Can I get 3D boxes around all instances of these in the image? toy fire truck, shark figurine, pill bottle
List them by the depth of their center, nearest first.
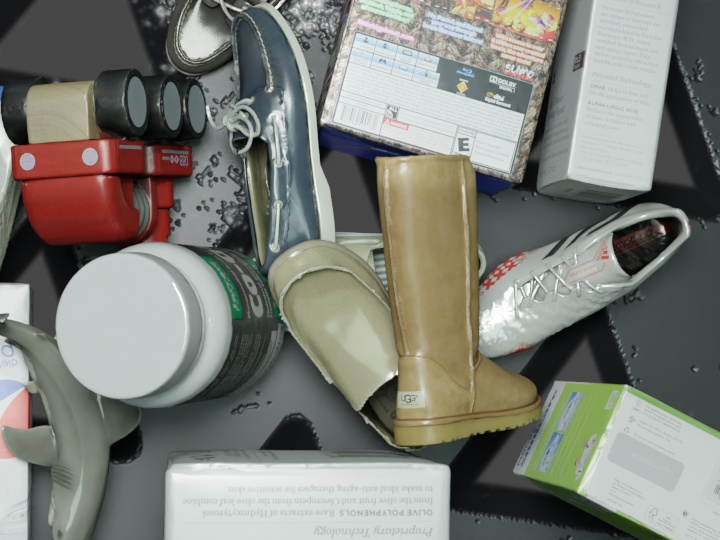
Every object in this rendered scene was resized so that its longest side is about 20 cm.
[{"bbox_3d":[-0.131,0.038,1.237,0.112,0.200,0.115,0,90,13],"label":"pill bottle"},{"bbox_3d":[-0.203,0.090,1.251,0.089,0.128,0.216,-1,126,28],"label":"shark figurine"},{"bbox_3d":[-0.191,-0.036,1.271,0.127,0.176,0.203,-3,92,15],"label":"toy fire truck"}]

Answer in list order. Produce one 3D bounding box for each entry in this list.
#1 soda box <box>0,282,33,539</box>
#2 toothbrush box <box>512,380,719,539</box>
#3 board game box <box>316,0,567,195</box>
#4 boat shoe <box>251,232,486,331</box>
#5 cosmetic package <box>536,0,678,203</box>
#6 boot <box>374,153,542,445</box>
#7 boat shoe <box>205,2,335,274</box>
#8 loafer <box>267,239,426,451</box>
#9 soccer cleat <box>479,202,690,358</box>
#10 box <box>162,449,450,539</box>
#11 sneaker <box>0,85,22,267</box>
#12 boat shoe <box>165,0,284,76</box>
[{"bbox_3d":[-0.273,0.111,1.299,0.063,0.068,0.203,1,86,-8],"label":"soda box"},{"bbox_3d":[0.211,0.150,1.297,0.145,0.200,0.087,27,83,-5],"label":"toothbrush box"},{"bbox_3d":[0.063,-0.178,1.347,0.158,0.097,0.202,16,85,-7],"label":"board game box"},{"bbox_3d":[0.000,0.000,1.345,0.198,0.062,0.073,-12,88,-7],"label":"boat shoe"},{"bbox_3d":[0.192,-0.158,1.363,0.073,0.102,0.202,8,85,-9],"label":"cosmetic package"},{"bbox_3d":[0.075,0.017,1.283,0.066,0.175,0.203,-3,91,30],"label":"boot"},{"bbox_3d":[-0.070,-0.097,1.305,0.061,0.075,0.202,-11,90,-26],"label":"boat shoe"},{"bbox_3d":[0.006,0.058,1.299,0.075,0.068,0.200,-37,122,6],"label":"loafer"},{"bbox_3d":[0.165,0.004,1.357,0.199,0.085,0.069,-27,91,-9],"label":"soccer cleat"},{"bbox_3d":[-0.044,0.217,1.259,0.197,0.199,0.174,0,87,-6],"label":"box"},{"bbox_3d":[-0.305,-0.046,1.252,0.110,0.077,0.202,12,70,2],"label":"sneaker"},{"bbox_3d":[-0.077,-0.234,1.350,0.067,0.057,0.200,43,82,-4],"label":"boat shoe"}]
